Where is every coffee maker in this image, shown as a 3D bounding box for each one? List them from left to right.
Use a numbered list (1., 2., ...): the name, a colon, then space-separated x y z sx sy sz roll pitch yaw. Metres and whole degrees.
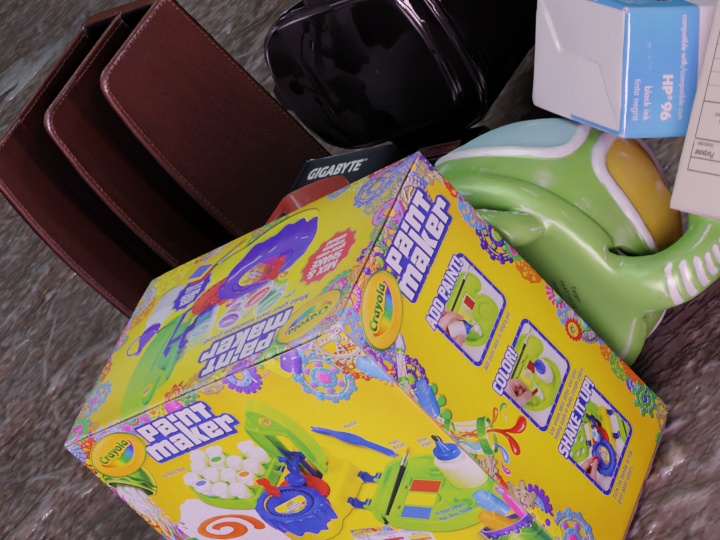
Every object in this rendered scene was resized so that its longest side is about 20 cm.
1. coffee maker: 0.058 -0.179 1.714 0.192 0.135 0.200 -49 3 43

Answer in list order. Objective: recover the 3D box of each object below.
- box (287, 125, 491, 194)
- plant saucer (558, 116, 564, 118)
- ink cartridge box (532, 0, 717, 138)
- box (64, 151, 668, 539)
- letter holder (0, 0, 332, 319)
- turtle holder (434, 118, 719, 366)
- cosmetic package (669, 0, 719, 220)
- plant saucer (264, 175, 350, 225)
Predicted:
1. box: 0.000 0.000 1.733 0.200 0.046 0.159 -7 50 57
2. plant saucer: 0.108 -0.028 1.647 0.070 0.019 0.200 -24 31 44
3. ink cartridge box: 0.201 -0.109 1.477 0.116 0.200 0.068 -147 57 -67
4. box: 0.003 0.077 1.416 0.200 0.193 0.122 -24 31 42
5. letter holder: -0.116 -0.051 1.839 0.101 0.200 0.142 -9 42 56
6. turtle holder: 0.104 -0.020 1.474 0.132 0.141 0.186 -50 6 -38
7. cosmetic package: 0.227 -0.111 1.360 0.103 0.087 0.200 16 93 52
8. plant saucer: -0.050 0.057 1.655 0.200 0.037 0.200 -56 28 12
